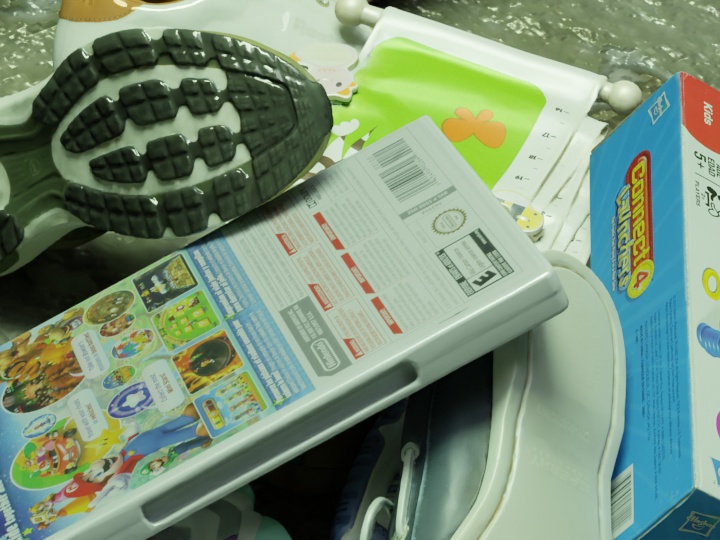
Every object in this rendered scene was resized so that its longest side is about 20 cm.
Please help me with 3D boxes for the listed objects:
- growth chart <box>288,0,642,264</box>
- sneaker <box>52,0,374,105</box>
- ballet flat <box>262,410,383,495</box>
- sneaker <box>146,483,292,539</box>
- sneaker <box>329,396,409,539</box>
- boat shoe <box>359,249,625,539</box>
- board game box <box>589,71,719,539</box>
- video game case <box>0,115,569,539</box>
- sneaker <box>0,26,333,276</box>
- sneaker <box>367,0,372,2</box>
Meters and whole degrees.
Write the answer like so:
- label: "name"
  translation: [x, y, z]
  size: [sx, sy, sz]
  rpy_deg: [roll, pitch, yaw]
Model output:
- label: "growth chart"
  translation: [0.027, -0.030, 1.098]
  size: [0.145, 0.018, 0.200]
  rpy_deg: [13, 42, 5]
- label: "sneaker"
  translation: [-0.021, -0.095, 1.194]
  size: [0.200, 0.085, 0.073]
  rpy_deg: [0, 9, -16]
- label: "ballet flat"
  translation: [0.000, 0.000, 1.122]
  size: [0.069, 0.063, 0.200]
  rpy_deg: [13, 40, -2]
- label: "sneaker"
  translation: [-0.074, 0.130, 0.925]
  size: [0.140, 0.078, 0.200]
  rpy_deg: [-6, 42, -41]
- label: "sneaker"
  translation: [0.045, 0.079, 1.037]
  size: [0.088, 0.075, 0.200]
  rpy_deg: [22, 42, 8]
- label: "boat shoe"
  translation: [0.036, 0.085, 0.949]
  size: [0.075, 0.062, 0.200]
  rpy_deg: [29, 53, -33]
- label: "board game box"
  translation: [0.173, 0.053, 1.049]
  size: [0.196, 0.056, 0.200]
  rpy_deg: [26, 42, -22]
- label: "video game case"
  translation: [-0.043, 0.026, 0.982]
  size: [0.200, 0.018, 0.143]
  rpy_deg: [-28, 28, -3]
- label: "sneaker"
  translation: [-0.080, -0.048, 1.091]
  size: [0.200, 0.077, 0.089]
  rpy_deg: [-10, 5, 39]
- label: "sneaker"
  translation: [-0.003, -0.157, 1.277]
  size: [0.075, 0.090, 0.200]
  rpy_deg: [39, 46, 26]
